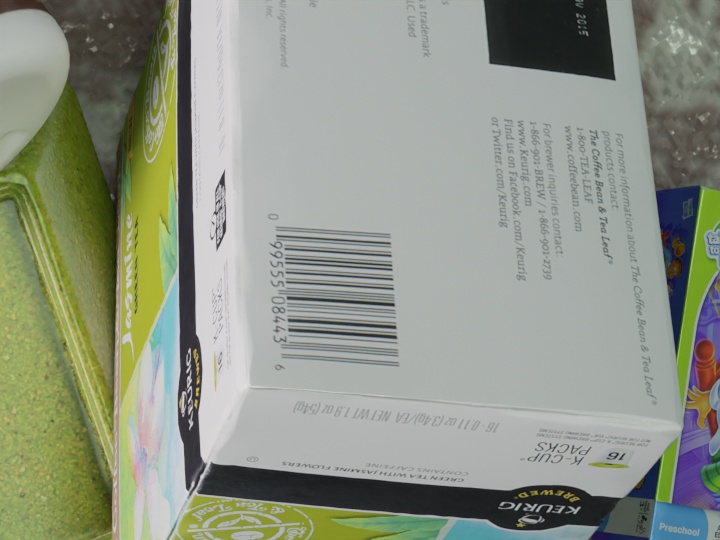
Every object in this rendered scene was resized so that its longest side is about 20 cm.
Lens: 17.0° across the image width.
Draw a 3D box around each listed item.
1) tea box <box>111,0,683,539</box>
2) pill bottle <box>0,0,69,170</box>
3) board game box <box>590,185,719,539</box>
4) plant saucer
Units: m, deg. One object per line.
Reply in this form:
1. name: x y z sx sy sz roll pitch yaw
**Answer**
1. tea box: 0.000 0.000 0.778 0.134 0.197 0.200 5 58 -14
2. pill bottle: -0.194 -0.111 0.791 0.109 0.109 0.200 -38 79 -12
3. board game box: 0.194 0.053 0.923 0.200 0.045 0.135 11 84 -22
4. plant saucer: -0.162 0.051 0.845 0.200 0.048 0.200 -20 94 -14
